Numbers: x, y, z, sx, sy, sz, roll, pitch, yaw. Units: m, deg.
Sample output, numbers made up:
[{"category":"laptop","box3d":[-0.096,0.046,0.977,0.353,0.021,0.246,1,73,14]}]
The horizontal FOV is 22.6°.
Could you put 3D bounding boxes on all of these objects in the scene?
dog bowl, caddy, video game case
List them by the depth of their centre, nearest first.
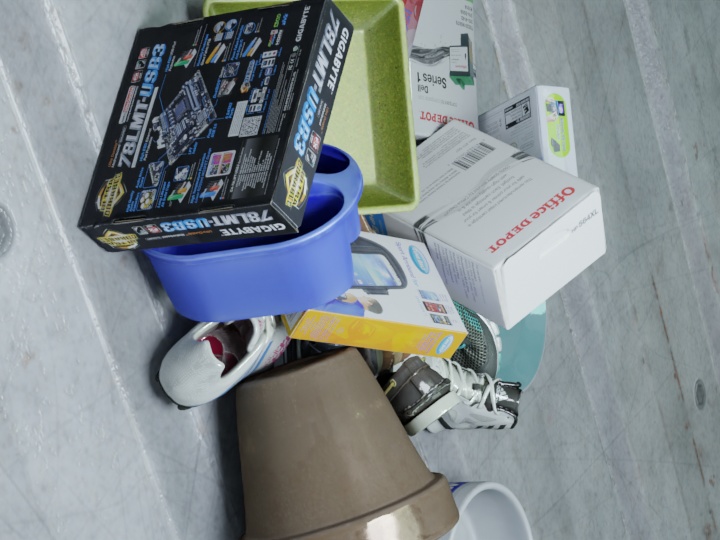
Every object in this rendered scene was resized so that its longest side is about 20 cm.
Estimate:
[{"category":"caddy","box3d":[-0.090,-0.042,1.496,0.142,0.198,0.106,-84,162,-49]},{"category":"dog bowl","box3d":[0.106,0.320,1.864,0.199,0.078,0.202,11,77,-57]},{"category":"video game case","box3d":[0.156,-0.077,1.878,0.045,0.200,0.183,2,78,-27]}]

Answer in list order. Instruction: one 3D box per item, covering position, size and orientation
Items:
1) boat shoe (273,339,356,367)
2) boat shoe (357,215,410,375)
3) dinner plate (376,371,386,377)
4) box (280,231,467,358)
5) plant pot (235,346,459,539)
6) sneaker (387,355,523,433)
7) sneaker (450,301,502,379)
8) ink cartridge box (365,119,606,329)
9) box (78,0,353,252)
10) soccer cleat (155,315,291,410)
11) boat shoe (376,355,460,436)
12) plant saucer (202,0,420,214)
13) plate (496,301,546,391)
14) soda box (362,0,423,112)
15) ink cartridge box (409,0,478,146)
[{"category":"boat shoe","box3d":[-0.035,0.079,1.665,0.071,0.067,0.202,-2,85,-42]},{"category":"boat shoe","box3d":[0.000,0.000,1.714,0.071,0.076,0.202,-13,90,-30]},{"category":"dinner plate","box3d":[-0.003,0.092,1.775,0.200,0.024,0.202,15,73,-57]},{"category":"box","box3d":[0.009,0.017,1.613,0.199,0.042,0.120,7,41,-33]},{"category":"plant pot","box3d":[-0.031,0.166,1.569,0.200,0.199,0.176,-22,95,-57]},{"category":"sneaker","box3d":[0.102,0.106,1.822,0.201,0.114,0.076,54,40,-57]},{"category":"sneaker","box3d":[0.079,0.042,1.874,0.091,0.077,0.201,-38,108,-48]},{"category":"ink cartridge box","box3d":[0.116,-0.047,1.732,0.146,0.199,0.085,-36,135,-25]},{"category":"box","box3d":[-0.117,-0.117,1.454,0.050,0.197,0.202,43,50,-45]},{"category":"soccer cleat","box3d":[-0.096,0.053,1.555,0.070,0.086,0.200,49,39,-2]},{"category":"boat shoe","box3d":[0.038,0.120,1.674,0.072,0.201,0.061,-36,89,-19]},{"category":"plant saucer","box3d":[-0.050,-0.147,1.641,0.198,0.048,0.202,-5,90,-24]},{"category":"plate","box3d":[0.158,0.042,2.036,0.200,0.025,0.202,11,77,-56]},{"category":"soda box","box3d":[0.004,-0.205,1.737,0.063,0.070,0.202,18,84,-58]},{"category":"ink cartridge box","box3d":[0.052,-0.224,1.846,0.146,0.084,0.202,2,84,-57]}]
